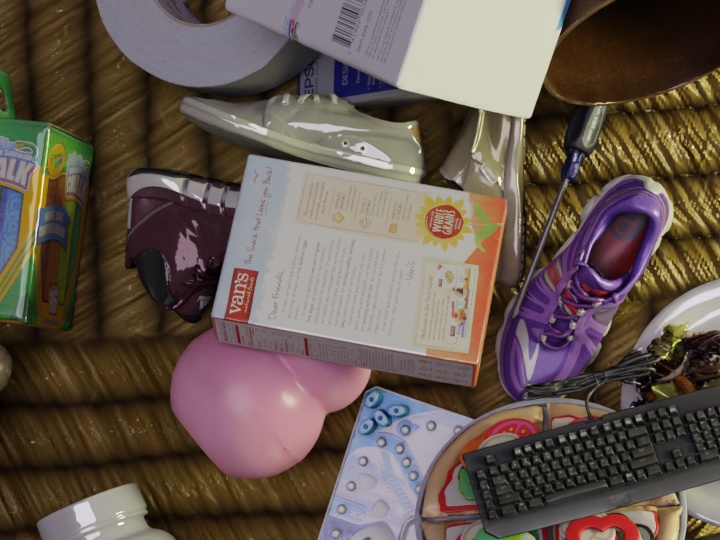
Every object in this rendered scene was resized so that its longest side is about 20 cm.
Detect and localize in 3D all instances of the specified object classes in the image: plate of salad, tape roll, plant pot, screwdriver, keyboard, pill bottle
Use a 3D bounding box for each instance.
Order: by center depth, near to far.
[{"bbox_3d":[0.172,0.118,1.485,0.199,0.021,0.128,-15,52,-2],"label":"keyboard"},{"bbox_3d":[0.293,0.095,1.520,0.199,0.048,0.201,-4,70,12],"label":"plate of salad"},{"bbox_3d":[0.196,-0.258,1.531,0.186,0.187,0.201,-20,68,8],"label":"plant pot"},{"bbox_3d":[0.155,-0.054,1.571,0.028,0.029,0.201,12,79,36],"label":"screwdriver"},{"bbox_3d":[-0.177,0.273,1.572,0.112,0.113,0.201,-23,82,7],"label":"pill bottle"},{"bbox_3d":[-0.110,-0.240,1.608,0.199,0.066,0.202,-1,89,22],"label":"tape roll"}]

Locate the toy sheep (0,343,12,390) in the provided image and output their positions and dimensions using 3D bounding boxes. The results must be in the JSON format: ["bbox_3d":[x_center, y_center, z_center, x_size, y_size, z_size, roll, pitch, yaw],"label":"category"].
[{"bbox_3d":[-0.360,0.112,1.610,0.199,0.138,0.138,-29,81,11],"label":"toy sheep"}]

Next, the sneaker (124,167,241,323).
[{"bbox_3d":[-0.098,-0.010,1.610,0.199,0.076,0.116,12,94,20],"label":"sneaker"}]

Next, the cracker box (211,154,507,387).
[{"bbox_3d":[0.000,0.000,1.504,0.199,0.058,0.135,11,68,4],"label":"cracker box"}]

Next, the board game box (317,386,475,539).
[{"bbox_3d":[0.066,0.214,1.578,0.199,0.026,0.201,18,88,10],"label":"board game box"}]

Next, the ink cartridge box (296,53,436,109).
[{"bbox_3d":[0.035,-0.229,1.589,0.199,0.047,0.199,-3,82,46],"label":"ink cartridge box"}]

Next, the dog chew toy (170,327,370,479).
[{"bbox_3d":[-0.049,0.067,1.568,0.200,0.125,0.125,-41,80,-4],"label":"dog chew toy"}]

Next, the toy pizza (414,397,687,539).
[{"bbox_3d":[0.137,0.172,1.482,0.199,0.032,0.201,-5,53,6],"label":"toy pizza"}]

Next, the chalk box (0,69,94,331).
[{"bbox_3d":[-0.289,-0.060,1.614,0.123,0.124,0.201,7,88,11],"label":"chalk box"}]

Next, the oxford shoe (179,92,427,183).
[{"bbox_3d":[-0.041,-0.112,1.583,0.199,0.075,0.058,13,89,2],"label":"oxford shoe"}]

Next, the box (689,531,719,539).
[{"bbox_3d":[0.195,0.255,1.503,0.199,0.095,0.078,-14,86,-2],"label":"box"}]

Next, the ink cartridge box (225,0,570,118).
[{"bbox_3d":[0.032,-0.216,1.458,0.200,0.146,0.148,29,105,43],"label":"ink cartridge box"}]

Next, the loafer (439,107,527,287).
[{"bbox_3d":[0.094,-0.087,1.573,0.068,0.076,0.202,-1,86,4],"label":"loafer"}]

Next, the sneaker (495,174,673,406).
[{"bbox_3d":[0.164,0.017,1.537,0.080,0.083,0.201,29,105,2],"label":"sneaker"}]
